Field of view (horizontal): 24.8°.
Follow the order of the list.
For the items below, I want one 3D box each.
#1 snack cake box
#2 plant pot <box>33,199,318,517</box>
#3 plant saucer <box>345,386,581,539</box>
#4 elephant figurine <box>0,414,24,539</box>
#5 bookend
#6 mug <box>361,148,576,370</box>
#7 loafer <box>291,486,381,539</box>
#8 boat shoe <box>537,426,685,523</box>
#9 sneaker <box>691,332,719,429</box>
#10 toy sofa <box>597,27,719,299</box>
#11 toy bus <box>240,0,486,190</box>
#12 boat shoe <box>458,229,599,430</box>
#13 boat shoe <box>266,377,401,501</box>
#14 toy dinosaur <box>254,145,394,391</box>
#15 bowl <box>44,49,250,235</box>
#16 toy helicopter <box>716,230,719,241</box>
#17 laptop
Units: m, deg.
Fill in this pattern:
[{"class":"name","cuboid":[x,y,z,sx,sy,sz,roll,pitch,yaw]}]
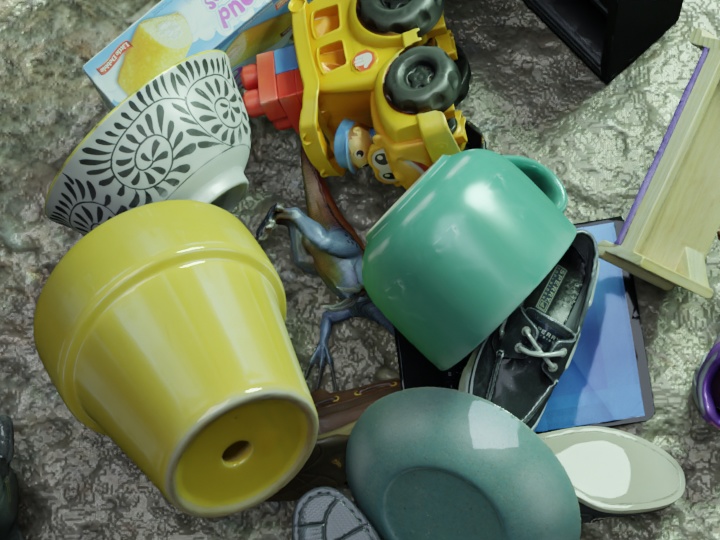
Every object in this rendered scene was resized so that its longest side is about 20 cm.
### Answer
[{"class":"snack cake box","cuboid":[-0.134,-0.196,1.419,0.200,0.115,0.067,-41,76,-5]},{"class":"plant pot","cuboid":[-0.130,0.080,1.273,0.200,0.201,0.189,-33,51,-4]},{"class":"plant saucer","cuboid":[0.071,0.185,1.269,0.200,0.202,0.039,27,40,12]},{"class":"elephant figurine","cuboid":[-0.380,0.222,1.325,0.198,0.155,0.143,-6,114,8]},{"class":"bookend","cuboid":[0.177,-0.287,1.370,0.092,0.200,0.199,-41,76,-6]},{"class":"mug","cuboid":[0.076,-0.021,1.262,0.114,0.185,0.152,44,107,-2]},{"class":"loafer","cuboid":[0.005,0.265,1.299,0.071,0.063,0.201,-29,83,-1]},{"class":"boat shoe","cuboid":[0.160,0.172,1.327,0.197,0.063,0.073,2,57,-4]},{"class":"sneaker","cuboid":[0.319,0.047,1.285,0.080,0.088,0.202,27,111,14]},{"class":"toy sofa","cuboid":[0.266,-0.087,1.329,0.082,0.097,0.202,22,93,-30]},{"class":"toy bus","cuboid":[-0.002,-0.144,1.371,0.190,0.136,0.202,-16,57,8]},{"class":"boat shoe","cuboid":[0.138,0.056,1.292,0.071,0.068,0.201,32,66,-6]},{"class":"boat shoe","cuboid":[-0.034,0.137,1.354,0.198,0.072,0.068,-14,42,10]},{"class":"toy dinosaur","cuboid":[0.000,0.000,1.374,0.180,0.105,0.201,28,68,-7]},{"class":"bowl","cuboid":[-0.154,-0.077,1.351,0.200,0.201,0.094,-41,82,-6]},{"class":"toy helicopter","cuboid":[0.372,0.012,1.340,0.131,0.079,0.202,-17,80,-1]},{"class":"laptop","cuboid":[0.128,0.042,1.336,0.103,0.199,0.179,-22,68,43]}]
